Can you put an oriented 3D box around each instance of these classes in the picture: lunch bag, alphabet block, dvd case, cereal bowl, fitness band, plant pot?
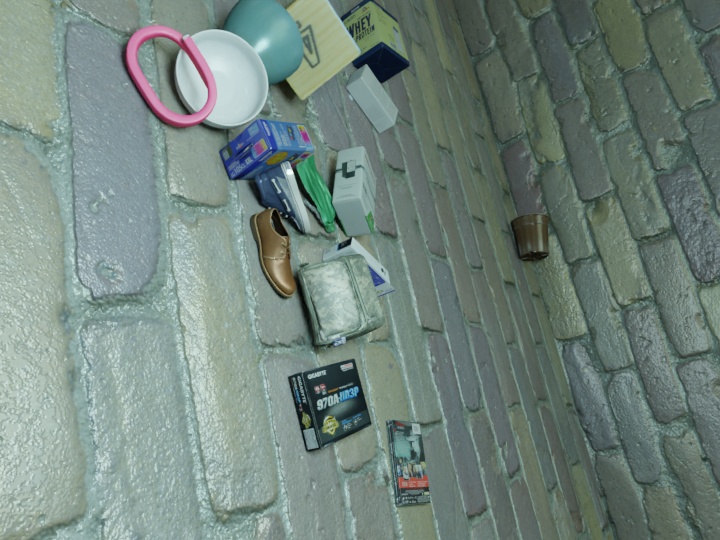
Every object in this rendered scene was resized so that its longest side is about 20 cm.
[{"bbox_3d":[-0.057,0.073,1.274,0.166,0.139,0.203,-9,78,-42],"label":"lunch bag"},{"bbox_3d":[-0.136,-0.605,1.437,0.197,0.199,0.196,50,14,-25],"label":"alphabet block"},{"bbox_3d":[0.124,0.491,1.400,0.145,0.022,0.203,24,54,-50],"label":"dvd case"},{"bbox_3d":[-0.303,-0.403,1.181,0.197,0.083,0.204,1,88,-26],"label":"cereal bowl"},{"bbox_3d":[-0.370,-0.384,1.080,0.143,0.037,0.202,-36,102,-23],"label":"fitness band"},{"bbox_3d":[-0.251,-0.515,1.280,0.201,0.198,0.136,51,50,-26],"label":"plant pot"},{"bbox_3d":[0.890,-0.165,2.840,0.199,0.198,0.202,21,63,-50],"label":"plant pot"}]

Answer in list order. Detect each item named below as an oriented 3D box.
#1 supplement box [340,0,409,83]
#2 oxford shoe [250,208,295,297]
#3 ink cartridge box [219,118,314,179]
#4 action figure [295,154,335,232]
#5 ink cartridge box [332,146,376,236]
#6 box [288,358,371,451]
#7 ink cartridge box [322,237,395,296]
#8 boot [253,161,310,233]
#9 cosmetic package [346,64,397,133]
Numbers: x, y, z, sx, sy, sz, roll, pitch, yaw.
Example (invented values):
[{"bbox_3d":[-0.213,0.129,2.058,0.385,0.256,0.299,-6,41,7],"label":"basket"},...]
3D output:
[{"bbox_3d":[0.056,-0.829,1.981,0.199,0.133,0.203,4,68,-56],"label":"supplement box"},{"bbox_3d":[-0.180,-0.039,1.203,0.071,0.071,0.203,-21,91,-60],"label":"oxford shoe"},{"bbox_3d":[-0.216,-0.267,1.220,0.199,0.135,0.077,-15,78,-58],"label":"ink cartridge box"},{"bbox_3d":[-0.112,-0.190,1.414,0.202,0.054,0.118,67,29,-16],"label":"action figure"},{"bbox_3d":[-0.014,-0.219,1.516,0.147,0.082,0.202,66,23,-50],"label":"ink cartridge box"},{"bbox_3d":[-0.063,0.290,1.207,0.199,0.046,0.161,0,72,-57],"label":"box"},{"bbox_3d":[0.000,0.000,1.429,0.200,0.098,0.040,45,37,-35],"label":"ink cartridge box"},{"bbox_3d":[-0.182,-0.159,1.283,0.073,0.089,0.202,-115,-173,-47],"label":"boot"},{"bbox_3d":[0.042,-0.587,1.875,0.200,0.071,0.102,49,36,-29],"label":"cosmetic package"}]
